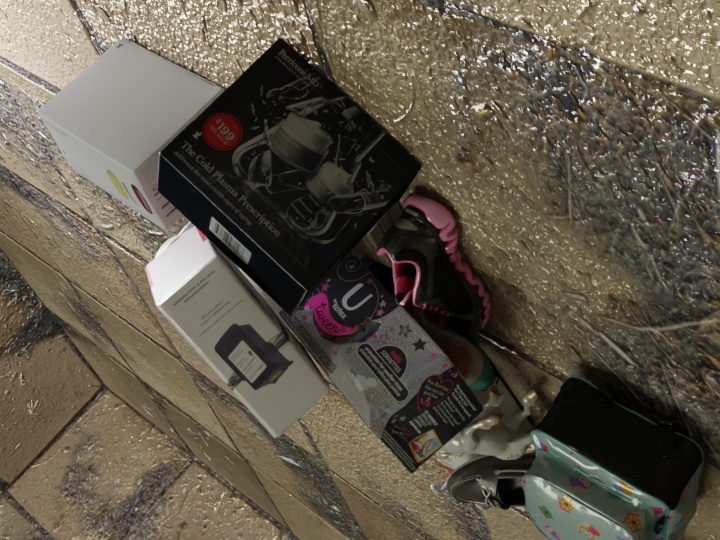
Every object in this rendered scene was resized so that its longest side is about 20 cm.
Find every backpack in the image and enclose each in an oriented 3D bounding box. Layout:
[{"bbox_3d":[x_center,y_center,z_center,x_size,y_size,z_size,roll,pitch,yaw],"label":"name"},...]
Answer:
[{"bbox_3d":[0.268,0.236,1.165,0.174,0.154,0.201,24,159,29],"label":"backpack"}]

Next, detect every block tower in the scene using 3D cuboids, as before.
[{"bbox_3d":[-0.024,-0.064,1.257,0.199,0.054,0.058,22,152,44],"label":"block tower"}]

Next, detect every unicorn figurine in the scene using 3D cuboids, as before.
[{"bbox_3d":[0.138,0.184,1.265,0.198,0.074,0.138,22,136,-17],"label":"unicorn figurine"}]

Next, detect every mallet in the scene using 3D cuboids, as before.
[{"bbox_3d":[0.000,0.000,1.373,0.066,0.041,0.200,47,164,-18],"label":"mallet"}]

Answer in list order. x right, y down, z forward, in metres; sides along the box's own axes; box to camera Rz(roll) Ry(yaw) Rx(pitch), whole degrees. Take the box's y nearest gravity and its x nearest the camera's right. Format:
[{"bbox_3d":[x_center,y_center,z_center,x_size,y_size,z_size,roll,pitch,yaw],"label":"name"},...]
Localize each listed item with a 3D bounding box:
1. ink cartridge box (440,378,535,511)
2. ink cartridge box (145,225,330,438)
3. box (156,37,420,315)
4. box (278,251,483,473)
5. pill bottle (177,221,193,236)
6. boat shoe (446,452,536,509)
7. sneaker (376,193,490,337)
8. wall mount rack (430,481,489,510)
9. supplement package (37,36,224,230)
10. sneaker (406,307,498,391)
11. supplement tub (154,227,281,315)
[{"bbox_3d":[0.145,0.204,1.418,0.144,0.083,0.201,9,140,56],"label":"ink cartridge box"},{"bbox_3d":[-0.134,0.063,1.177,0.201,0.084,0.145,52,178,-23],"label":"ink cartridge box"},{"bbox_3d":[-0.076,-0.095,1.112,0.200,0.182,0.104,42,159,2],"label":"box"},{"bbox_3d":[0.022,0.098,1.206,0.200,0.114,0.132,46,175,40],"label":"box"},{"bbox_3d":[-0.179,0.006,1.600,0.200,0.111,0.111,42,160,4],"label":"pill bottle"},{"bbox_3d":[0.196,0.259,1.319,0.198,0.057,0.067,-13,124,19],"label":"boat shoe"},{"bbox_3d":[0.073,0.014,1.171,0.079,0.096,0.201,19,150,43],"label":"sneaker"},{"bbox_3d":[0.121,0.269,1.605,0.174,0.075,0.199,54,156,-22],"label":"wall mount rack"},{"bbox_3d":[-0.270,-0.174,1.357,0.199,0.156,0.111,30,156,33],"label":"supplement package"},{"bbox_3d":[0.088,0.087,1.317,0.080,0.072,0.200,34,-175,-47],"label":"sneaker"},{"bbox_3d":[-0.166,0.008,1.440,0.198,0.145,0.145,-3,133,38],"label":"supplement tub"}]
